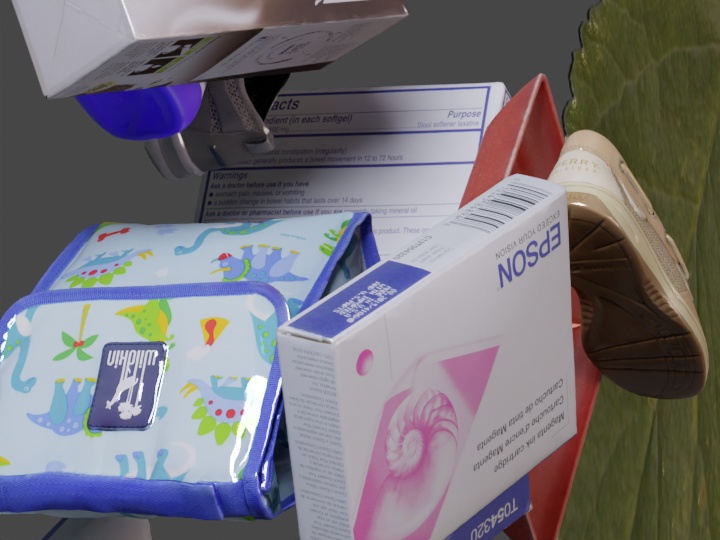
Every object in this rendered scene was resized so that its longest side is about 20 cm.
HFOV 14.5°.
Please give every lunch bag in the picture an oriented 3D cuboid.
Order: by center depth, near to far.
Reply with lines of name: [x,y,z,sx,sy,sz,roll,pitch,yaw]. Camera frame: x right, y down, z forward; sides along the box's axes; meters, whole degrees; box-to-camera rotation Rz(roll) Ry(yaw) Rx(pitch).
lunch bag: [-0.090,0.059,1.427,0.200,0.169,0.128,-59,140,-51]

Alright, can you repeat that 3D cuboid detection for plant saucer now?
plant saucer: [0.087,0.028,1.572,0.200,0.037,0.200,-70,150,-44]

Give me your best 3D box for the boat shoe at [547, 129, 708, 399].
boat shoe: [0.156,0.001,1.604,0.200,0.071,0.065,62,35,-47]

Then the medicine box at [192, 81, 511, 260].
medicine box: [0.000,0.000,1.650,0.103,0.182,0.201,54,40,-57]

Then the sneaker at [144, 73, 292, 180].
sneaker: [-0.064,-0.139,1.630,0.075,0.082,0.201,55,39,-56]

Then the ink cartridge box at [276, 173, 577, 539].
ink cartridge box: [0.040,0.080,1.406,0.196,0.043,0.201,-34,127,-44]

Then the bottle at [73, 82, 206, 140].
bottle: [-0.105,-0.168,1.546,0.084,0.065,0.200,56,37,-45]

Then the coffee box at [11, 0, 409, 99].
coffee box: [-0.082,-0.160,1.450,0.200,0.080,0.113,-10,77,-46]

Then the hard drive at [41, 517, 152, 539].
hard drive: [-0.152,0.206,1.457,0.200,0.025,0.132,-47,132,-62]
